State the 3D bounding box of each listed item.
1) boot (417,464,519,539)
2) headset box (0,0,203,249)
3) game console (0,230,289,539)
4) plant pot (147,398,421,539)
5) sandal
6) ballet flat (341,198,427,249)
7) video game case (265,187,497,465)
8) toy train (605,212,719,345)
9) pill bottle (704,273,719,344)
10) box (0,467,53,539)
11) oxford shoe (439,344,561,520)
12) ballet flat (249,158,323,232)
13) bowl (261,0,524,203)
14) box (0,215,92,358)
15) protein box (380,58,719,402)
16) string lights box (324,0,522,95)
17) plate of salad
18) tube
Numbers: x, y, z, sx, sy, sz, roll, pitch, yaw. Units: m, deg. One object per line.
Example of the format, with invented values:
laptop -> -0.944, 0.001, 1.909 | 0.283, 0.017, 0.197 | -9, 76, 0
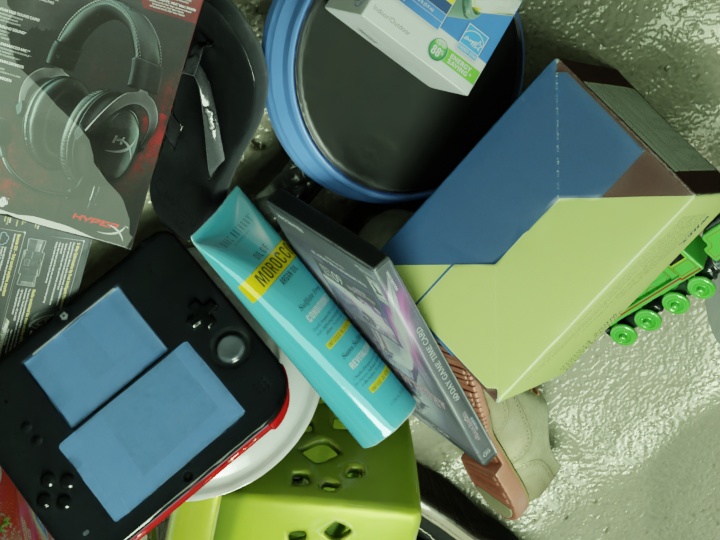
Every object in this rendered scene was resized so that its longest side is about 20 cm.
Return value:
boot -> 0.045, 0.255, 1.711 | 0.150, 0.073, 0.200 | -43, 127, 13
headset box -> -0.200, -0.133, 1.366 | 0.148, 0.077, 0.202 | 15, 98, -21
game console -> -0.165, 0.090, 1.444 | 0.199, 0.177, 0.031 | -39, 159, -7
plant pot -> -0.068, 0.190, 1.569 | 0.179, 0.200, 0.202 | 7, 122, -11
sandal -> -0.112, -0.099, 1.422 | 0.043, 0.076, 0.201 | -26, 144, -41
ballet flat -> 0.000, 0.000, 1.537 | 0.200, 0.069, 0.068 | -42, 124, 13
video game case -> 0.016, 0.040, 1.440 | 0.019, 0.143, 0.201 | -39, 127, -14
toy train -> 0.248, -0.003, 1.574 | 0.056, 0.042, 0.200 | 38, 135, -16
pill bottle -> 0.381, 0.015, 1.622 | 0.198, 0.113, 0.114 | -5, 123, -12
box -> -0.282, 0.194, 1.504 | 0.099, 0.201, 0.096 | -22, 127, 0
oxford shoe -> 0.107, 0.105, 1.646 | 0.074, 0.071, 0.201 | -36, 127, -21
ballet flat -> -0.044, -0.085, 1.487 | 0.057, 0.066, 0.200 | 40, 100, -1
bowl -> 0.027, -0.145, 1.426 | 0.199, 0.039, 0.203 | -6, 103, -26
box -> -0.275, -0.026, 1.462 | 0.159, 0.044, 0.202 | 8, 119, -20
protein box -> 0.142, -0.031, 1.455 | 0.135, 0.200, 0.199 | 46, 106, 11
string lights box -> 0.074, -0.232, 1.374 | 0.102, 0.059, 0.201 | 32, 85, -29
plate of salad -> -0.123, 0.077, 1.492 | 0.198, 0.202, 0.048 | -20, 154, -2
tube -> -0.041, 0.035, 1.444 | 0.050, 0.078, 0.200 | -35, 100, 31
